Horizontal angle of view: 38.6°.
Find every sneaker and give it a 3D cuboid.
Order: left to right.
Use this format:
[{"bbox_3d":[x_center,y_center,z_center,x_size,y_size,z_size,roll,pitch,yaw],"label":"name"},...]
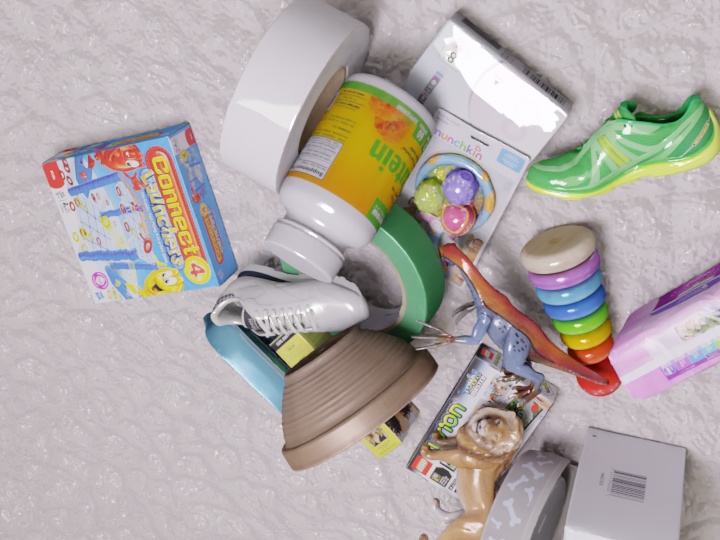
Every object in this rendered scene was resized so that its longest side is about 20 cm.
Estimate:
[{"bbox_3d":[-0.081,0.048,1.204,0.199,0.081,0.077,3,123,33],"label":"sneaker"},{"bbox_3d":[0.264,-0.130,1.056,0.199,0.074,0.084,-16,110,17],"label":"sneaker"}]

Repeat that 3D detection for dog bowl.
[{"bbox_3d":[0.195,0.304,1.213,0.058,0.200,0.201,19,119,24],"label":"dog bowl"}]

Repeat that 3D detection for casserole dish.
[{"bbox_3d":[-0.113,0.115,1.290,0.200,0.121,0.039,44,103,-3],"label":"casserole dish"}]

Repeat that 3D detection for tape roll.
[{"bbox_3d":[-0.067,-0.184,1.082,0.071,0.203,0.203,29,121,7],"label":"tape roll"},{"bbox_3d":[0.000,0.000,1.197,0.199,0.048,0.201,21,133,24],"label":"tape roll"}]

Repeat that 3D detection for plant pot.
[{"bbox_3d":[-0.019,0.126,1.142,0.200,0.201,0.093,-33,95,30],"label":"plant pot"}]

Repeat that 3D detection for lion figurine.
[{"bbox_3d":[0.136,0.258,1.226,0.122,0.072,0.202,3,100,25],"label":"lion figurine"}]

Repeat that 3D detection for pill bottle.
[{"bbox_3d":[-0.015,-0.093,1.069,0.111,0.111,0.201,29,80,6],"label":"pill bottle"}]

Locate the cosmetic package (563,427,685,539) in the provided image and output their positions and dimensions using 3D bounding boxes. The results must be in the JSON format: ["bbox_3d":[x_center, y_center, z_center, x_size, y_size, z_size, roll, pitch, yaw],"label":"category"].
[{"bbox_3d":[0.295,0.327,1.178,0.122,0.199,0.201,11,118,15],"label":"cosmetic package"}]

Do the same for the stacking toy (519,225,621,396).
[{"bbox_3d":[0.245,0.055,1.145,0.085,0.085,0.201,-12,113,25],"label":"stacking toy"}]

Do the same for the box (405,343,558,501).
[{"bbox_3d":[0.147,0.197,1.271,0.110,0.035,0.201,31,121,5],"label":"box"}]

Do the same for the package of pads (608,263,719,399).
[{"bbox_3d":[0.362,0.049,1.070,0.200,0.120,0.076,-35,93,30],"label":"package of pads"}]

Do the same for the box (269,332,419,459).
[{"bbox_3d":[-0.018,0.136,1.285,0.200,0.075,0.050,46,123,-5],"label":"box"}]

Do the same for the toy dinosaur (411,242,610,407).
[{"bbox_3d":[0.157,0.047,1.134,0.199,0.105,0.183,-11,113,8],"label":"toy dinosaur"}]

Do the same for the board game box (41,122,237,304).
[{"bbox_3d":[-0.278,-0.067,1.300,0.195,0.056,0.201,-8,110,24],"label":"board game box"}]

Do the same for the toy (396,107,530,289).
[{"bbox_3d":[0.094,-0.066,1.139,0.115,0.047,0.201,30,134,8],"label":"toy"}]

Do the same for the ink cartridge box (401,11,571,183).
[{"bbox_3d":[0.107,-0.151,1.119,0.162,0.057,0.200,38,116,0],"label":"ink cartridge box"}]
